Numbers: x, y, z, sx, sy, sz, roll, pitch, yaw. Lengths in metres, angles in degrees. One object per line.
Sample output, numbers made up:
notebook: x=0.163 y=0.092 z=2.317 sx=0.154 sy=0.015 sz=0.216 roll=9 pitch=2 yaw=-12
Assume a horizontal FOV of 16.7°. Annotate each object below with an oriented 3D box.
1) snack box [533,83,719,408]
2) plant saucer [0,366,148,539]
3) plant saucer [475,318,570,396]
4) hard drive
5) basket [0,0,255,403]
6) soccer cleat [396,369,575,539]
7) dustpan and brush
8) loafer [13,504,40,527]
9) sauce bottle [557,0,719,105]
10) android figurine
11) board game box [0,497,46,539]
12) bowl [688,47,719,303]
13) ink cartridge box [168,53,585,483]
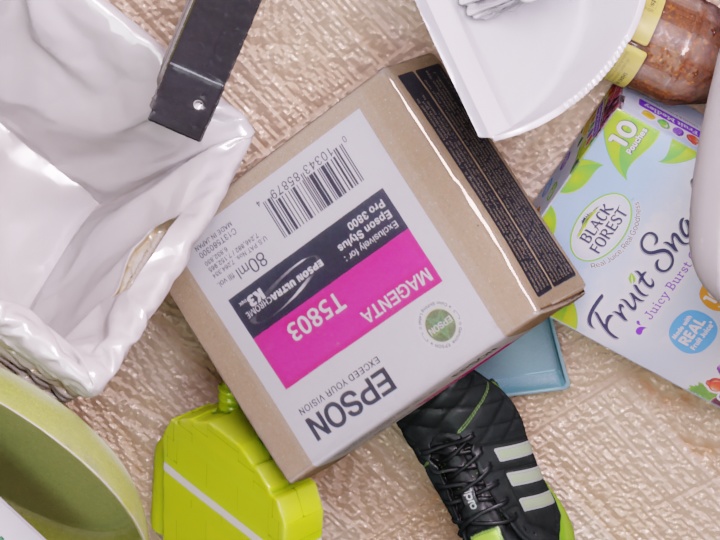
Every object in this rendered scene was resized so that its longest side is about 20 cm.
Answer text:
snack box: x=0.198 y=-0.005 z=1.405 sx=0.199 sy=0.053 sz=0.142 roll=28 pitch=122 yaw=-8
plant saucer: x=-0.195 y=0.101 z=1.335 sx=0.199 sy=0.031 sz=0.200 roll=23 pitch=150 yaw=14
plant saucer: x=0.025 y=0.053 z=1.495 sx=0.199 sy=0.019 sz=0.070 roll=-9 pitch=120 yaw=14
hard drive: x=-0.053 y=-0.183 z=1.285 sx=0.038 sy=0.140 sz=0.200 roll=23 pitch=124 yaw=-6
basket: x=-0.204 y=-0.045 z=1.344 sx=0.200 sy=0.199 sz=0.161 roll=39 pitch=146 yaw=-17
soccer cleat: x=0.076 y=0.131 z=1.484 sx=0.067 sy=0.081 sz=0.200 roll=-20 pitch=125 yaw=23
dustpan and brush: x=0.118 y=-0.169 z=1.260 sx=0.057 sy=0.200 sz=0.140 roll=-13 pitch=106 yaw=53
loafer: x=-0.230 y=0.181 z=1.488 sx=0.070 sy=0.068 sz=0.201 roll=39 pitch=123 yaw=5
sauce bottle: x=0.149 y=-0.129 z=1.328 sx=0.199 sy=0.066 sz=0.066 roll=26 pitch=123 yaw=-7
android figurine: x=-0.072 y=0.163 z=1.510 sx=0.182 sy=0.041 sz=0.201 roll=31 pitch=129 yaw=41
board game box: x=-0.261 y=0.118 z=1.353 sx=0.200 sy=0.035 sz=0.126 roll=47 pitch=149 yaw=-24
bowl: x=0.261 y=-0.070 z=1.290 sx=0.199 sy=0.075 sz=0.201 roll=5 pitch=102 yaw=-26
ink cartridge box: x=0.000 y=0.000 z=1.397 sx=0.200 sy=0.075 sz=0.165 roll=-36 pitch=84 yaw=27
